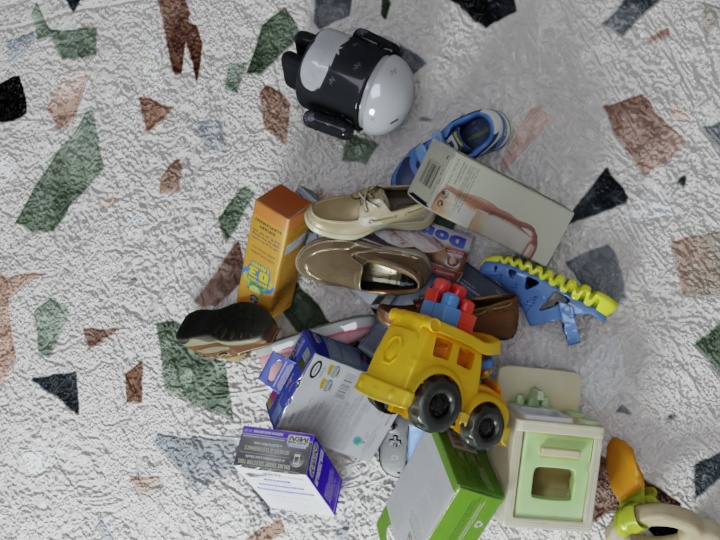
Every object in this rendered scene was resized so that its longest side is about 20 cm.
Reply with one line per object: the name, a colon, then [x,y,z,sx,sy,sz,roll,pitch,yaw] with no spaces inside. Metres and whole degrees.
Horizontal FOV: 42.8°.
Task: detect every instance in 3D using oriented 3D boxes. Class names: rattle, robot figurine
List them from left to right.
robot figurine: [-0.017,-0.275,1.343,0.198,0.125,0.152,24,107,13]
rattle: [0.440,0.331,1.276,0.197,0.144,0.132,6,125,0]

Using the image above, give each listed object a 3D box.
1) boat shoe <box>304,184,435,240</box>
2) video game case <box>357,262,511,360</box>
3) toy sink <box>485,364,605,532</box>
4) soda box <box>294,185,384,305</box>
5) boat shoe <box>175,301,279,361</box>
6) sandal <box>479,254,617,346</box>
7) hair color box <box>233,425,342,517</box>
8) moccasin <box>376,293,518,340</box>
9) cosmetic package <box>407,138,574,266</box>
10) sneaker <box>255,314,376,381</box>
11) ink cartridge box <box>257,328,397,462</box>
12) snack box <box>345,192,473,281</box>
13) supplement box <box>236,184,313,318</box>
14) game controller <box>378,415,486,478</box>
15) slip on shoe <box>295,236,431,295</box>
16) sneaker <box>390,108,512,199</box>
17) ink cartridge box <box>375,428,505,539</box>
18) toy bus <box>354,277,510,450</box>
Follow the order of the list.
boat shoe: [0.018,-0.092,1.297,0.197,0.065,0.073,-4,53,-17]
video game case: [0.110,0.076,1.324,0.142,0.019,0.201,35,74,11]
toy sink: [0.252,0.242,1.261,0.128,0.112,0.203,7,92,-10]
soda box: [-0.032,-0.037,1.378,0.199,0.063,0.069,41,98,11]
boat shoe: [-0.193,0.099,1.395,0.198,0.074,0.076,-2,48,42]
sandal: [0.255,0.040,1.296,0.198,0.079,0.088,25,95,15]
hair color box: [-0.100,0.293,1.330,0.108,0.201,0.066,5,62,14]
moccasin: [0.121,0.055,1.272,0.198,0.074,0.079,2,108,1]
cosmetic package: [0.176,-0.093,1.257,0.198,0.103,0.088,23,99,-20]
sneaker: [-0.056,0.135,1.382,0.198,0.075,0.106,-19,88,17]
ink cartridge box: [-0.045,0.175,1.317,0.198,0.076,0.138,22,106,-26]
snack box: [0.061,-0.050,1.335,0.197,0.024,0.072,20,53,2]
supplement box: [-0.128,-0.021,1.355,0.066,0.069,0.202,29,131,18]
game controller: [0.124,0.263,1.352,0.197,0.042,0.106,5,92,15]
slip on shoe: [0.000,0.000,1.297,0.197,0.061,0.077,9,119,10]
sneaker: [0.123,-0.171,1.327,0.199,0.082,0.074,-35,84,14]
ink cartridge box: [0.103,0.334,1.277,0.075,0.148,0.202,18,112,-19]
toy bus: [0.117,0.118,1.201,0.198,0.135,0.194,25,81,-30]
